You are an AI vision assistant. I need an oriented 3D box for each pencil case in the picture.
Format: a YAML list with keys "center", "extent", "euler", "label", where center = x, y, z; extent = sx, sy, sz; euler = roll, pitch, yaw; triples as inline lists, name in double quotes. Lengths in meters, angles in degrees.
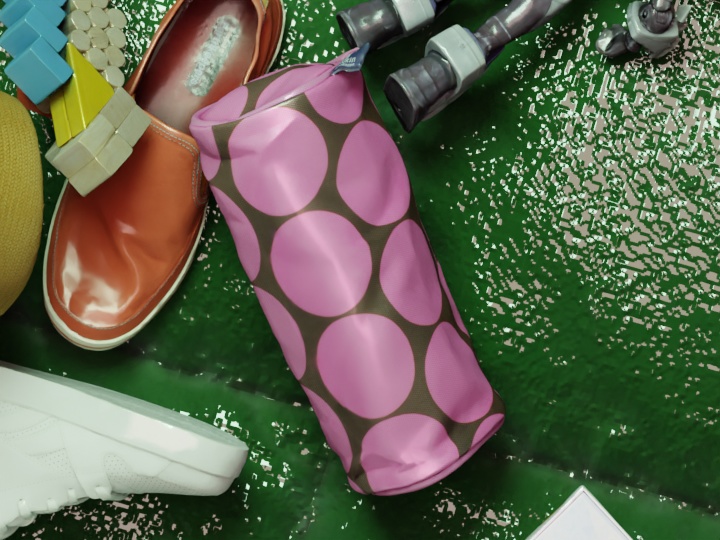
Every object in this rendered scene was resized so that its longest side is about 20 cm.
- center: [0.000, 0.000, 1.286]
  extent: [0.090, 0.094, 0.201]
  euler: [-13, 102, 39]
  label: "pencil case"

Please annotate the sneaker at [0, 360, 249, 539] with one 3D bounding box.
- center: [-0.156, 0.107, 1.314]
  extent: [0.199, 0.074, 0.116]
  euler: [13, 88, 15]
  label: "sneaker"

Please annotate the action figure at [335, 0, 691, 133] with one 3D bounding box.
- center: [0.088, -0.148, 1.319]
  extent: [0.199, 0.069, 0.131]
  euler: [-31, 77, -3]
  label: "action figure"

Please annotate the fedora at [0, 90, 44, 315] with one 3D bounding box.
- center: [-0.197, -0.026, 1.259]
  extent: [0.081, 0.200, 0.202]
  euler: [8, 85, -30]
  label: "fedora"

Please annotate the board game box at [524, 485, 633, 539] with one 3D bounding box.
- center: [0.101, 0.241, 1.295]
  extent: [0.200, 0.041, 0.200]
  euler: [-43, 85, -1]
  label: "board game box"

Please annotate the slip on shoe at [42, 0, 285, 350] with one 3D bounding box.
- center: [-0.097, -0.057, 1.325]
  extent: [0.074, 0.061, 0.201]
  euler: [27, 89, 4]
  label: "slip on shoe"

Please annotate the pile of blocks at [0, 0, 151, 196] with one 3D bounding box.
- center: [-0.154, -0.122, 1.307]
  extent: [0.062, 0.082, 0.201]
  euler: [-34, 54, 41]
  label: "pile of blocks"
